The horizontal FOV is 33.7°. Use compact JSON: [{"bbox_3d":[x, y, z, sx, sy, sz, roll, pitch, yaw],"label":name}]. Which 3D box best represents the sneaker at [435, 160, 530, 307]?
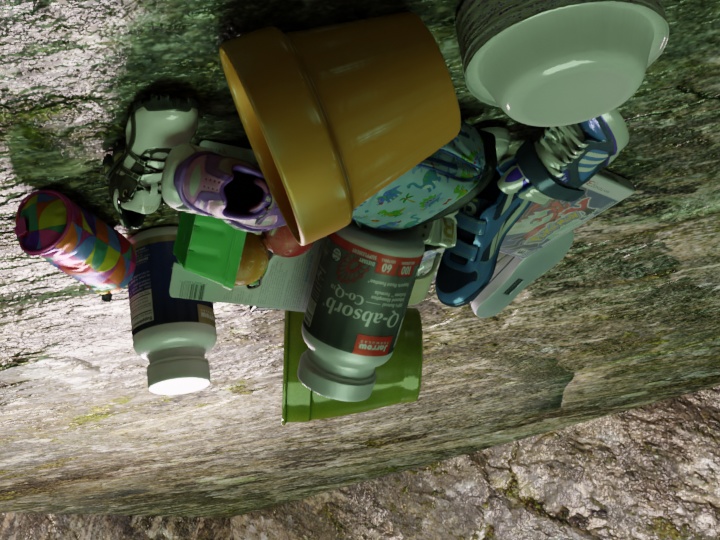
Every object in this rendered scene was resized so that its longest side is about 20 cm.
[{"bbox_3d":[0.143,-0.052,1.498,0.074,0.202,0.082,24,176,37],"label":"sneaker"}]

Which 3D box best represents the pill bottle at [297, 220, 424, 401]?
[{"bbox_3d":[-0.004,0.043,1.393,0.114,0.202,0.116,15,-163,-5],"label":"pill bottle"}]

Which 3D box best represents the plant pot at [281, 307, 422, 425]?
[{"bbox_3d":[-0.013,0.114,1.652,0.190,0.203,0.201,1,161,-4],"label":"plant pot"}]

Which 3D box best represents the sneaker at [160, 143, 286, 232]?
[{"bbox_3d":[-0.113,-0.079,1.250,0.088,0.082,0.199,13,-177,37],"label":"sneaker"}]

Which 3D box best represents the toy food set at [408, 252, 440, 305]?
[{"bbox_3d":[0.000,0.000,1.521,0.197,0.061,0.144,0,166,-2],"label":"toy food set"}]

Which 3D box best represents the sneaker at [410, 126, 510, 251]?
[{"bbox_3d":[0.114,-0.088,1.443,0.073,0.117,0.199,9,154,-37],"label":"sneaker"}]

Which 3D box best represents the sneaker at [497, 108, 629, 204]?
[{"bbox_3d":[0.225,-0.133,1.363,0.146,0.081,0.200,-32,165,2],"label":"sneaker"}]

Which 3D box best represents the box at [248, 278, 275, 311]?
[{"bbox_3d":[-0.054,0.011,1.752,0.198,0.050,0.161,-2,161,-21],"label":"box"}]

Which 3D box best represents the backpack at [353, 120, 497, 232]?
[{"bbox_3d":[0.036,-0.118,1.307,0.162,0.155,0.199,-25,140,31],"label":"backpack"}]

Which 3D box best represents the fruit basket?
[{"bbox_3d":[-0.115,-0.048,1.388,0.198,0.187,0.094,5,-163,-31],"label":"fruit basket"}]

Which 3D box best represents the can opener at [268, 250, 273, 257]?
[{"bbox_3d":[-0.068,-0.028,1.605,0.198,0.068,0.053,3,159,-31],"label":"can opener"}]

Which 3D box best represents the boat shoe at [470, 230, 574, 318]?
[{"bbox_3d":[0.233,-0.014,1.788,0.200,0.066,0.073,-42,141,22],"label":"boat shoe"}]

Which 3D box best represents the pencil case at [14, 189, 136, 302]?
[{"bbox_3d":[-0.347,-0.030,1.452,0.087,0.089,0.200,-12,159,9],"label":"pencil case"}]

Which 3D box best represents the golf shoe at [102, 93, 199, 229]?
[{"bbox_3d":[-0.216,-0.112,1.255,0.077,0.096,0.200,2,157,-25],"label":"golf shoe"}]

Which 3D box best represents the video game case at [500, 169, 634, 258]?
[{"bbox_3d":[0.248,-0.083,1.617,0.199,0.023,0.181,-33,151,33],"label":"video game case"}]

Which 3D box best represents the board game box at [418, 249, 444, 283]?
[{"bbox_3d":[0.092,0.007,1.742,0.198,0.026,0.200,-25,165,-17],"label":"board game box"}]

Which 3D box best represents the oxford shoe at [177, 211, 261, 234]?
[{"bbox_3d":[-0.125,-0.073,1.456,0.198,0.076,0.058,-1,134,-25],"label":"oxford shoe"}]

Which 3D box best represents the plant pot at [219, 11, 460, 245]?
[{"bbox_3d":[-0.012,-0.152,1.118,0.182,0.202,0.200,-24,162,-7],"label":"plant pot"}]

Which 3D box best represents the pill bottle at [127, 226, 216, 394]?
[{"bbox_3d":[-0.246,0.054,1.553,0.110,0.202,0.111,-8,162,-3],"label":"pill bottle"}]

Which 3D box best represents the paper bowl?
[{"bbox_3d":[0.195,-0.212,1.140,0.198,0.106,0.201,-7,160,-3],"label":"paper bowl"}]
